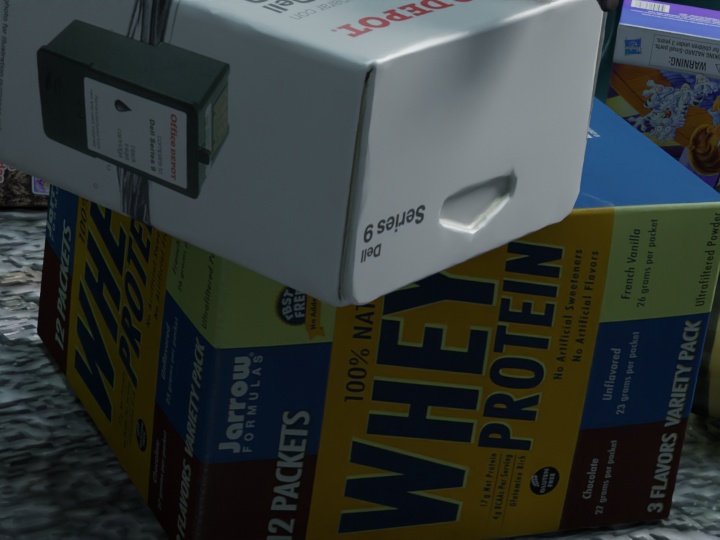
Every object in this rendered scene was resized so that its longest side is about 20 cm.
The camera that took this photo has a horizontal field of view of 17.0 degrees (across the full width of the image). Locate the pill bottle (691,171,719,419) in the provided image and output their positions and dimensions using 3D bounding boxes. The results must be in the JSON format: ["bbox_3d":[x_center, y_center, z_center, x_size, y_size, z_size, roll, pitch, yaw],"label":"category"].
[{"bbox_3d":[0.235,0.026,0.976,0.199,0.113,0.112,13,24,15],"label":"pill bottle"}]

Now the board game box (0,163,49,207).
[{"bbox_3d":[-0.115,-0.104,1.185,0.198,0.098,0.160,2,24,-13],"label":"board game box"}]

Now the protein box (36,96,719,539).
[{"bbox_3d":[0.000,0.000,0.933,0.199,0.136,0.199,-4,26,-24],"label":"protein box"}]

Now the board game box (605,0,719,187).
[{"bbox_3d":[0.205,-0.038,1.083,0.198,0.135,0.045,10,24,6],"label":"board game box"}]

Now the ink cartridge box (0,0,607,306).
[{"bbox_3d":[-0.036,-0.074,0.813,0.199,0.085,0.146,22,28,30],"label":"ink cartridge box"}]

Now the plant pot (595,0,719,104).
[{"bbox_3d":[0.106,-0.152,1.197,0.199,0.202,0.135,0,-11,-17],"label":"plant pot"}]

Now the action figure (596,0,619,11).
[{"bbox_3d":[0.006,-0.145,0.807,0.199,0.070,0.130,15,29,23],"label":"action figure"}]
